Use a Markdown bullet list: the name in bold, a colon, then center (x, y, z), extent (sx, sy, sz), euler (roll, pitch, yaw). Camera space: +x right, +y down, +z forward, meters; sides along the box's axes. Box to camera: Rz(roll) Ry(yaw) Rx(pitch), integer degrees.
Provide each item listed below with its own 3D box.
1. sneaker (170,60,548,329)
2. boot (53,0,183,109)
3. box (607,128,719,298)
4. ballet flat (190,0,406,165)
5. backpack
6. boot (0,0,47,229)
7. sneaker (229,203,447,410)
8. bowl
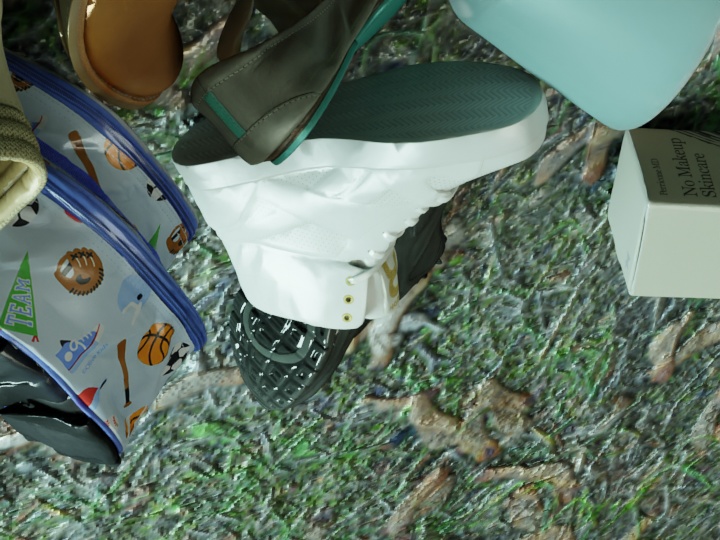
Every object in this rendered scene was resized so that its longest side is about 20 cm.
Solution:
- **sneaker**: center (0.015, -0.033, 1.233), extent (0.199, 0.074, 0.116), euler (-7, 123, 29)
- **boot**: center (-0.066, -0.152, 1.054), extent (0.154, 0.077, 0.200), euler (-20, 144, 6)
- **box**: center (0.249, -0.031, 1.430), extent (0.199, 0.082, 0.069), euler (2, 127, -8)
- **ballet flat**: center (-0.022, -0.120, 1.164), extent (0.067, 0.064, 0.200), euler (-45, -173, 37)
- **backpack**: center (-0.158, -0.006, 1.120), extent (0.154, 0.190, 0.200), euler (-51, 143, -5)
- **boot**: center (-0.229, -0.056, 1.024), extent (0.199, 0.156, 0.073), euler (-23, 149, 7)
- **sneaker**: center (0.000, 0.000, 1.349), extent (0.090, 0.076, 0.200), euler (-5, 138, -45)
- **bowl**: center (0.101, -0.175, 1.150), extent (0.104, 0.201, 0.201), euler (13, 126, -17)
